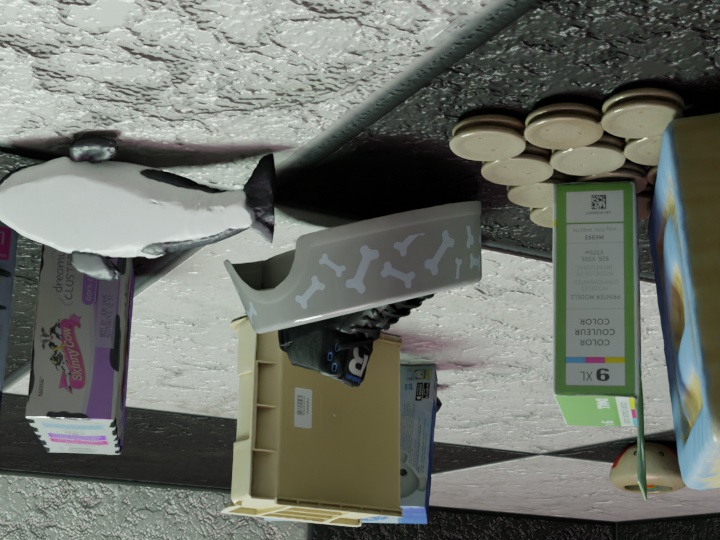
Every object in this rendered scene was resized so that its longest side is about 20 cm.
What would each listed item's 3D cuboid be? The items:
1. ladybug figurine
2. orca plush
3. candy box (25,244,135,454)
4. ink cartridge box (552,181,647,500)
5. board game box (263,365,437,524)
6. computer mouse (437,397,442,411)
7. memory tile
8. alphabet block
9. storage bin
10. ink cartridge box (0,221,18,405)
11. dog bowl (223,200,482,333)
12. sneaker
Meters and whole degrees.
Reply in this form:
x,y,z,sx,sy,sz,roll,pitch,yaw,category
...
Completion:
x,y,z,sx,sy,sz,roll,pitch,yaw,category
0.494,0.339,2.065,0.134,0.073,0.200,0,163,11,ladybug figurine
-0.154,-0.060,0.852,0.197,0.071,0.106,-12,116,11,orca plush
-0.234,0.060,1.027,0.070,0.170,0.200,4,164,-8,candy box
0.164,0.051,0.832,0.058,0.203,0.104,-2,163,14,ink cartridge box
-0.010,0.206,1.452,0.196,0.202,0.044,0,138,10,board game box
0.016,0.171,1.640,0.197,0.035,0.059,2,-179,19,computer mouse
0.161,-0.071,0.810,0.151,0.017,0.200,-7,161,27,memory tile
0.293,0.019,0.744,0.197,0.199,0.196,-6,163,8,alphabet block
-0.053,0.163,1.301,0.197,0.203,0.093,14,159,-35,storage bin
-0.339,0.051,0.952,0.118,0.203,0.042,9,164,-25,ink cartridge box
0.000,0.000,0.892,0.197,0.060,0.200,-12,177,-1,dog bowl
0.016,0.043,1.040,0.198,0.114,0.073,-10,161,37,sneaker
